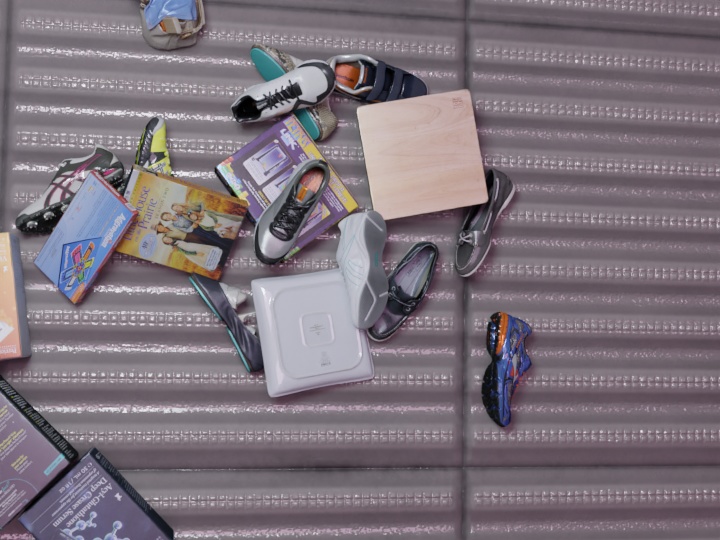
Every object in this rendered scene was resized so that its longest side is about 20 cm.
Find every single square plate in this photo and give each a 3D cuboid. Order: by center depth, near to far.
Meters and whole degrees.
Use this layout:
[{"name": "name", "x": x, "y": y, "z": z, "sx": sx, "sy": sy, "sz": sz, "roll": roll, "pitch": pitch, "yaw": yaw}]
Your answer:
[{"name": "square plate", "x": -0.075, "y": 0.100, "z": 1.717, "sx": 0.199, "sy": 0.028, "sz": 0.199, "roll": -8, "pitch": 86, "yaw": -25}]

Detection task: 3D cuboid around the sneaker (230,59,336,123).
[{"name": "sneaker", "x": -0.129, "y": -0.288, "z": 1.682, "sx": 0.199, "sy": 0.080, "sz": 0.074, "roll": -18, "pitch": 106, "yaw": 30}]

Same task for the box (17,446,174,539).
[{"name": "box", "x": -0.419, "y": 0.409, "z": 1.623, "sx": 0.148, "sy": 0.107, "sz": 0.200, "roll": -44, "pitch": 95, "yaw": -10}]

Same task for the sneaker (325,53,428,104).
[{"name": "sneaker", "x": 0.027, "y": -0.326, "z": 1.764, "sx": 0.199, "sy": 0.079, "sz": 0.079, "roll": 8, "pitch": 84, "yaw": -11}]

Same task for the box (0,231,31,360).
[{"name": "box", "x": -0.606, "y": 0.047, "z": 1.619, "sx": 0.124, "sy": 0.097, "sz": 0.201, "roll": -7, "pitch": 88, "yaw": -10}]

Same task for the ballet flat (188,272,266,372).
[{"name": "ballet flat", "x": -0.209, "y": 0.076, "z": 1.701, "sx": 0.073, "sy": 0.073, "sz": 0.200, "roll": -33, "pitch": 98, "yaw": -10}]

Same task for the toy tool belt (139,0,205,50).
[{"name": "toy tool belt", "x": -0.332, "y": -0.475, "z": 1.688, "sx": 0.124, "sy": 0.123, "sz": 0.201, "roll": -18, "pitch": 89, "yaw": -11}]

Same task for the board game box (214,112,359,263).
[{"name": "board game box", "x": -0.127, "y": -0.141, "z": 1.736, "sx": 0.165, "sy": 0.057, "sz": 0.200, "roll": -36, "pitch": 93, "yaw": -12}]

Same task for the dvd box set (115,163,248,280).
[{"name": "dvd box set", "x": -0.302, "y": -0.077, "z": 1.662, "sx": 0.199, "sy": 0.029, "sz": 0.147, "roll": 18, "pitch": 108, "yaw": -23}]

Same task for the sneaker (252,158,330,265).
[{"name": "sneaker", "x": -0.114, "y": -0.102, "z": 1.668, "sx": 0.074, "sy": 0.079, "sz": 0.201, "roll": 31, "pitch": 82, "yaw": -9}]

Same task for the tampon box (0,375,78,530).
[{"name": "tampon box", "x": -0.573, "y": 0.278, "z": 1.595, "sx": 0.150, "sy": 0.126, "sz": 0.200, "roll": -44, "pitch": 93, "yaw": -10}]

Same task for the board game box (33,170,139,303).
[{"name": "board game box", "x": -0.443, "y": -0.052, "z": 1.631, "sx": 0.103, "sy": 0.019, "sz": 0.200, "roll": 44, "pitch": 114, "yaw": 10}]

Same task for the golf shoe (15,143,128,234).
[{"name": "golf shoe", "x": -0.484, "y": -0.130, "z": 1.675, "sx": 0.199, "sy": 0.077, "sz": 0.088, "roll": -31, "pitch": 72, "yaw": -13}]

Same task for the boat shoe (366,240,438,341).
[{"name": "boat shoe", "x": 0.077, "y": 0.033, "z": 1.750, "sx": 0.074, "sy": 0.066, "sz": 0.200, "roll": 39, "pitch": 77, "yaw": -7}]

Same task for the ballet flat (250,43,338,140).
[{"name": "ballet flat", "x": -0.108, "y": -0.319, "z": 1.754, "sx": 0.075, "sy": 0.068, "sz": 0.200, "roll": -43, "pitch": 100, "yaw": -32}]

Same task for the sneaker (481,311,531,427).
[{"name": "sneaker", "x": 0.263, "y": 0.175, "z": 1.775, "sx": 0.078, "sy": 0.075, "sz": 0.201, "roll": 7, "pitch": 87, "yaw": -13}]

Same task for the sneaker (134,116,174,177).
[{"name": "sneaker", "x": -0.340, "y": -0.155, "z": 1.698, "sx": 0.076, "sy": 0.075, "sz": 0.201, "roll": 5, "pitch": 96, "yaw": -17}]

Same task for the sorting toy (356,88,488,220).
[{"name": "sorting toy", "x": 0.104, "y": -0.197, "z": 1.764, "sx": 0.199, "sy": 0.070, "sz": 0.200, "roll": -10, "pitch": 89, "yaw": -4}]

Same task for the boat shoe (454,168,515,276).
[{"name": "boat shoe", "x": 0.205, "y": -0.088, "z": 1.778, "sx": 0.057, "sy": 0.067, "sz": 0.201, "roll": 37, "pitch": 72, "yaw": -34}]

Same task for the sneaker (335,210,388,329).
[{"name": "sneaker", "x": 0.000, "y": 0.000, "z": 1.724, "sx": 0.070, "sy": 0.080, "sz": 0.201, "roll": 3, "pitch": 88, "yaw": -47}]
